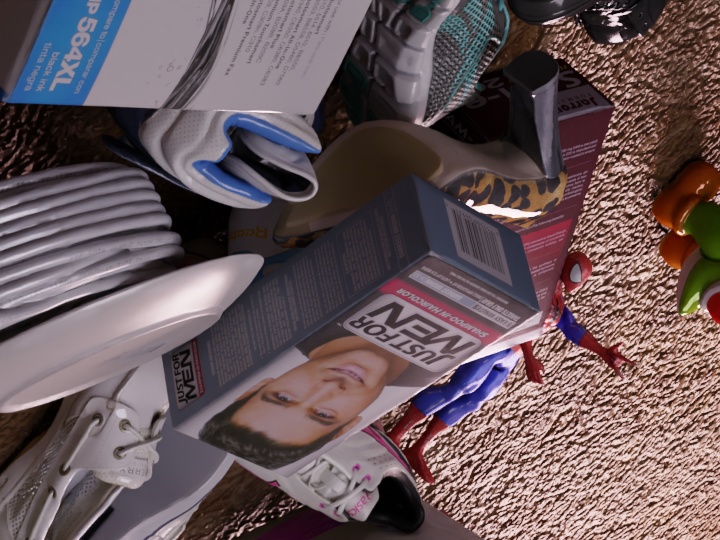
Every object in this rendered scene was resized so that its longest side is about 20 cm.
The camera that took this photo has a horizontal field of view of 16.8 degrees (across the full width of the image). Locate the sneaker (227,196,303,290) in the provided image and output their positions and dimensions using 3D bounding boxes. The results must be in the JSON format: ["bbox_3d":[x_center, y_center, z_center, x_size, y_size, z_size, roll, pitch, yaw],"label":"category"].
[{"bbox_3d":[0.000,0.000,1.477,0.200,0.076,0.081,13,73,-37],"label":"sneaker"}]

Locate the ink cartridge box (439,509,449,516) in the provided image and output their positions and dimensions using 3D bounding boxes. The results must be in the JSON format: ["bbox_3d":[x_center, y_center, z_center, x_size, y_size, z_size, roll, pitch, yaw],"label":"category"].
[{"bbox_3d":[0.100,0.292,1.881,0.086,0.148,0.200,-41,147,-2],"label":"ink cartridge box"}]

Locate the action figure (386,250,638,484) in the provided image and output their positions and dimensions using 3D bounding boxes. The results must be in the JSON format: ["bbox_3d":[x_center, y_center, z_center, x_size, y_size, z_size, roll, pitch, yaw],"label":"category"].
[{"bbox_3d":[0.110,0.079,1.715,0.200,0.099,0.065,-52,146,8],"label":"action figure"}]

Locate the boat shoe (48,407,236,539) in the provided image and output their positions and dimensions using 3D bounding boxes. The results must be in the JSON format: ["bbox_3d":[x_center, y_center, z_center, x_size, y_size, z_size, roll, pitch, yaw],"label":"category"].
[{"bbox_3d":[-0.141,0.151,1.563,0.200,0.071,0.070,-49,161,7],"label":"boat shoe"}]

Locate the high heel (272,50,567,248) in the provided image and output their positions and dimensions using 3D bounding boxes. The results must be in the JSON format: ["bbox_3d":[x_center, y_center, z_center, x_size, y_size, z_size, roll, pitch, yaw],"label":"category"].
[{"bbox_3d":[0.039,-0.033,1.439,0.200,0.071,0.143,-30,147,-16],"label":"high heel"}]

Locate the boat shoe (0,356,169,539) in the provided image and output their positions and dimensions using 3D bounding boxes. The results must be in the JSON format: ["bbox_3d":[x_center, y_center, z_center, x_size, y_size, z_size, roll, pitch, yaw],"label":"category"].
[{"bbox_3d":[-0.151,0.107,1.494,0.071,0.069,0.200,17,115,-52],"label":"boat shoe"}]

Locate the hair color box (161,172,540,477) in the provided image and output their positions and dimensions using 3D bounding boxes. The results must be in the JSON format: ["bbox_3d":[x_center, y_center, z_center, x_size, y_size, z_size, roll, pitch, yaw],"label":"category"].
[{"bbox_3d":[-0.008,0.035,1.388,0.200,0.061,0.099,-34,138,28],"label":"hair color box"}]

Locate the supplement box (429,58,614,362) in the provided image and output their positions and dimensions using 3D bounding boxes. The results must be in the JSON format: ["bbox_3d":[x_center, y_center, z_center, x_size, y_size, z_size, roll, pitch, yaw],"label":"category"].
[{"bbox_3d":[0.086,-0.034,1.598,0.109,0.061,0.200,-17,138,-35],"label":"supplement box"}]

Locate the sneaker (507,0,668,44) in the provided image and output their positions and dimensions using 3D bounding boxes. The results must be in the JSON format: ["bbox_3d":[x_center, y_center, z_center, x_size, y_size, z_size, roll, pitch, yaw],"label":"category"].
[{"bbox_3d":[0.151,-0.173,1.482,0.200,0.060,0.104,-49,145,-41],"label":"sneaker"}]

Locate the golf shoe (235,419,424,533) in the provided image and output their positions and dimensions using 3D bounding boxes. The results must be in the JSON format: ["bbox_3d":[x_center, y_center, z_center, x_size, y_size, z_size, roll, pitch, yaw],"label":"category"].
[{"bbox_3d":[-0.023,0.122,1.627,0.073,0.092,0.200,-51,144,11],"label":"golf shoe"}]

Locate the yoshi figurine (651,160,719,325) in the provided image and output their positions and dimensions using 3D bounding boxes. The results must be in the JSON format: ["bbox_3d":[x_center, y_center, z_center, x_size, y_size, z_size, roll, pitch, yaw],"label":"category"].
[{"bbox_3d":[0.305,0.002,1.734,0.112,0.200,0.112,-4,129,-42],"label":"yoshi figurine"}]

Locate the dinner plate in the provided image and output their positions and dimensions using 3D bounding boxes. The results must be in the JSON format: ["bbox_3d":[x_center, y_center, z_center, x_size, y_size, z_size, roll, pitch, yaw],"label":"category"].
[{"bbox_3d":[-0.141,0.041,1.330,0.200,0.024,0.200,-24,175,-2],"label":"dinner plate"}]

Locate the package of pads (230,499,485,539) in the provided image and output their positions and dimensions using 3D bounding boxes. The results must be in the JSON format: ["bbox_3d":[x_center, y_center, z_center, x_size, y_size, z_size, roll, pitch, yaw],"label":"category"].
[{"bbox_3d":[0.014,0.223,1.673,0.154,0.200,0.068,-21,120,-29],"label":"package of pads"}]

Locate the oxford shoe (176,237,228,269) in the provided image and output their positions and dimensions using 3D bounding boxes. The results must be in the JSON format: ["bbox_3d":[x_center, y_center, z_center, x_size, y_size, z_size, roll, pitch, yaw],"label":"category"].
[{"bbox_3d":[-0.044,0.006,1.525,0.200,0.070,0.075,27,75,-49],"label":"oxford shoe"}]

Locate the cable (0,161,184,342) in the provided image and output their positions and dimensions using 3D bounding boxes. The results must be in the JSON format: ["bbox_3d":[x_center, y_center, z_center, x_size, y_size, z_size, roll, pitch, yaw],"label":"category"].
[{"bbox_3d":[-0.193,0.008,1.289,0.200,0.069,0.200,-21,173,-27],"label":"cable"}]

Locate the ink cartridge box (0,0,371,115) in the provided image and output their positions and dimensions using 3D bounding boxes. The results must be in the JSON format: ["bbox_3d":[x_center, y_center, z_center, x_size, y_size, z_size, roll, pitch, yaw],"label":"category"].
[{"bbox_3d":[-0.115,-0.149,1.196,0.200,0.146,0.084,1,125,-45],"label":"ink cartridge box"}]

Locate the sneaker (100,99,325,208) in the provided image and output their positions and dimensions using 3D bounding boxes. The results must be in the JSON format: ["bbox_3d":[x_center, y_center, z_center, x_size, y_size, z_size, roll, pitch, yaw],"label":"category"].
[{"bbox_3d":[-0.058,-0.069,1.337,0.081,0.146,0.200,-51,144,11],"label":"sneaker"}]

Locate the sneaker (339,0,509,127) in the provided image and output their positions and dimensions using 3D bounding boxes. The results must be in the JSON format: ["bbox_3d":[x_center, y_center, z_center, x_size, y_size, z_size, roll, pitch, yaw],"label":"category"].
[{"bbox_3d":[0.050,-0.159,1.426,0.091,0.078,0.200,-23,150,-33],"label":"sneaker"}]
